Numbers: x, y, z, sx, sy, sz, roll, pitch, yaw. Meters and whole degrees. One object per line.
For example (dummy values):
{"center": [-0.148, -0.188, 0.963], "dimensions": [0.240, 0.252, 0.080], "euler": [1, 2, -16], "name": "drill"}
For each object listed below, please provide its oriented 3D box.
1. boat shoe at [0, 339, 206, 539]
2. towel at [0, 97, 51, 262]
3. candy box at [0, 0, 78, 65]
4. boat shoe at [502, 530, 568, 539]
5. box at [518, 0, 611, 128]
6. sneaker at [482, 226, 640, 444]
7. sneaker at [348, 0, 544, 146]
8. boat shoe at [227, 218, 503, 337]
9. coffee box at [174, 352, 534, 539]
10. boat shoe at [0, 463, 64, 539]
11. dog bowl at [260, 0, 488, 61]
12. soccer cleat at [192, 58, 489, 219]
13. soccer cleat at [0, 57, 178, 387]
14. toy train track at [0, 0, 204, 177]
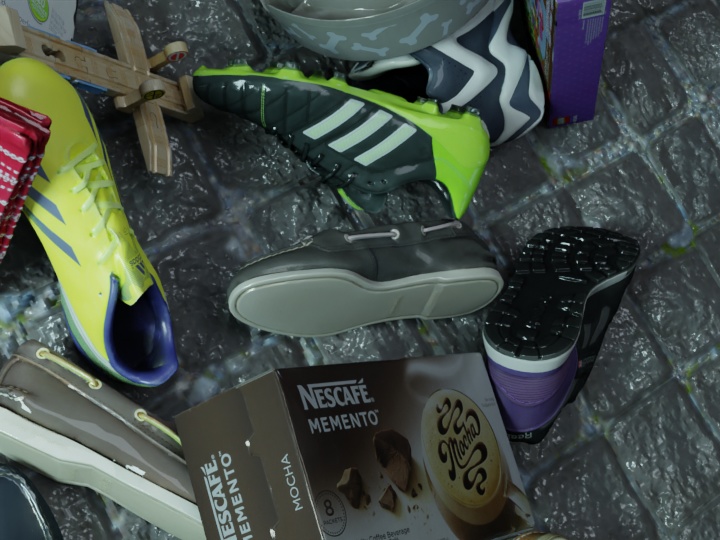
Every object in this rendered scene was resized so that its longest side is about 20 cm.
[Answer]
{"center": [-0.116, 0.107, 0.711], "dimensions": [0.198, 0.072, 0.060], "euler": [27, 63, -7], "name": "boat shoe"}
{"center": [-0.243, -0.047, 0.635], "dimensions": [0.143, 0.200, 0.023], "euler": [22, 56, -14], "name": "towel"}
{"center": [-0.230, -0.156, 0.701], "dimensions": [0.071, 0.168, 0.202], "euler": [-4, 67, 16], "name": "candy box"}
{"center": [0.110, 0.258, 0.754], "dimensions": [0.074, 0.068, 0.202], "euler": [2, 70, -23], "name": "boat shoe"}
{"center": [0.135, -0.201, 0.871], "dimensions": [0.039, 0.200, 0.138], "euler": [-10, 73, 4], "name": "box"}
{"center": [0.131, 0.041, 0.856], "dimensions": [0.075, 0.088, 0.200], "euler": [16, 34, 25], "name": "sneaker"}
{"center": [0.040, -0.177, 0.881], "dimensions": [0.129, 0.079, 0.201], "euler": [-15, 87, -37], "name": "sneaker"}
{"center": [0.000, 0.000, 0.812], "dimensions": [0.198, 0.067, 0.057], "euler": [-2, 52, -30], "name": "boat shoe"}
{"center": [0.003, 0.114, 0.710], "dimensions": [0.199, 0.079, 0.114], "euler": [2, 67, -53], "name": "coffee box"}
{"center": [-0.176, 0.195, 0.653], "dimensions": [0.074, 0.062, 0.202], "euler": [-2, 71, -23], "name": "boat shoe"}
{"center": [0.013, -0.227, 0.846], "dimensions": [0.198, 0.059, 0.202], "euler": [-9, 57, 13], "name": "dog bowl"}
{"center": [-0.013, -0.083, 0.805], "dimensions": [0.198, 0.068, 0.082], "euler": [13, 96, -12], "name": "soccer cleat"}
{"center": [-0.144, -0.022, 0.686], "dimensions": [0.064, 0.083, 0.202], "euler": [-35, 130, -29], "name": "soccer cleat"}
{"center": [-0.145, -0.121, 0.737], "dimensions": [0.199, 0.032, 0.116], "euler": [9, 61, -63], "name": "toy train track"}
